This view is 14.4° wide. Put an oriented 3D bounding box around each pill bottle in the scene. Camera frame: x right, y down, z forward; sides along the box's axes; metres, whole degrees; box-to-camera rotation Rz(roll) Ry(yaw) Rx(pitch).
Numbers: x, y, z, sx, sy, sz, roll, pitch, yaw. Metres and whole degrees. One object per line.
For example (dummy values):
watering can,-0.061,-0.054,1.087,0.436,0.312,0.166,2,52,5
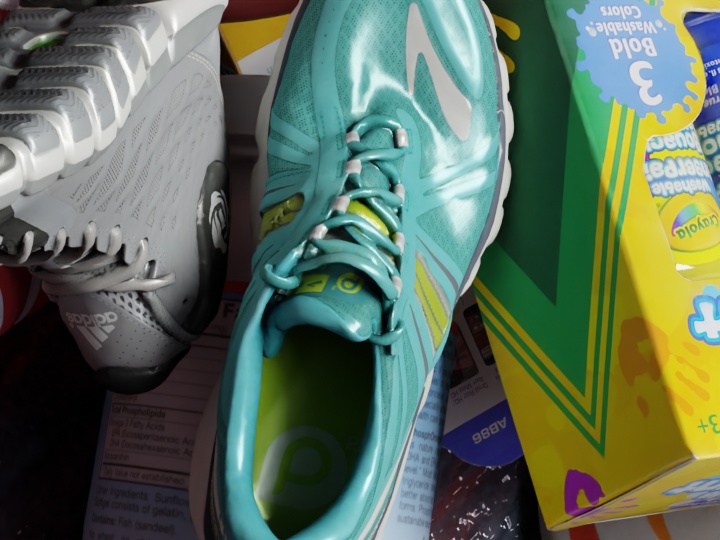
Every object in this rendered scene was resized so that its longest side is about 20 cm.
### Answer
pill bottle,-0.027,0.044,0.899,0.109,0.109,0.200,16,80,-46

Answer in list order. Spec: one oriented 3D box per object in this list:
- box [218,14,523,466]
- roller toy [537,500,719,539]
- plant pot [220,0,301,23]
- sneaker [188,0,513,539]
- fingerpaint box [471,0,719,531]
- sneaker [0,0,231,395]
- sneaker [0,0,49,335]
box,0.033,-0.032,0.996,0.119,0.041,0.200,-29,114,-12
roller toy,0.173,0.080,1.070,0.140,0.182,0.200,6,92,-47
plant pot,-0.042,-0.186,0.865,0.200,0.200,0.177,-50,132,-37
sneaker,0.000,0.000,0.810,0.080,0.077,0.200,99,2,-83
fingerpaint box,0.129,-0.015,0.901,0.200,0.073,0.167,-3,70,-39
sneaker,-0.083,-0.006,0.781,0.200,0.075,0.116,-44,130,-51
sneaker,-0.140,-0.063,0.823,0.112,0.071,0.200,-49,124,-42
